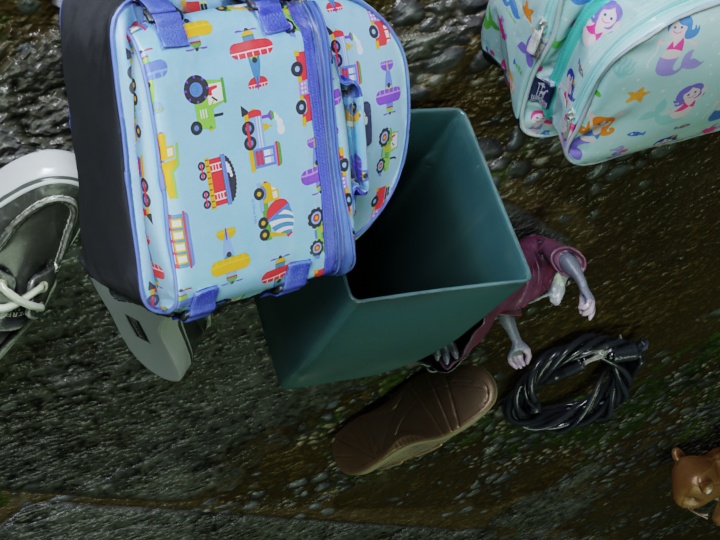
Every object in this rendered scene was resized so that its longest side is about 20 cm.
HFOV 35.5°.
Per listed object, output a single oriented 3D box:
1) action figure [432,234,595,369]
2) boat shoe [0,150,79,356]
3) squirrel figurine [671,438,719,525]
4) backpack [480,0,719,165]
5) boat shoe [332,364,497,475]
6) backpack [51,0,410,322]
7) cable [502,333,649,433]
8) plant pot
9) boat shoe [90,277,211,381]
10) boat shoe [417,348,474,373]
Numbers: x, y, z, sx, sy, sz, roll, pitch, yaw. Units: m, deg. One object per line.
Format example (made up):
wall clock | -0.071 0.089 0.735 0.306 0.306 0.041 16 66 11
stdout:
action figure | 0.121 0.008 0.981 0.199 0.150 0.134 -20 163 -48
boat shoe | -0.226 0.007 0.724 0.070 0.064 0.200 6 138 -42
squirrel figurine | 0.577 0.303 1.759 0.184 0.142 0.202 9 124 -29
backpack | 0.171 -0.171 0.670 0.175 0.152 0.201 -15 145 -13
boat shoe | 0.063 0.157 1.194 0.198 0.072 0.064 -28 158 23
backpack | -0.051 -0.077 0.619 0.198 0.134 0.185 -12 110 -33
cable | 0.244 0.143 1.312 0.161 0.051 0.201 -9 148 -25
plant pot | 0.000 0.000 0.827 0.140 0.143 0.200 -6 154 -27
boat shoe | -0.146 0.008 0.807 0.064 0.070 0.201 -57 167 -25
boat shoe | 0.069 0.060 1.036 0.074 0.067 0.200 -27 150 5
